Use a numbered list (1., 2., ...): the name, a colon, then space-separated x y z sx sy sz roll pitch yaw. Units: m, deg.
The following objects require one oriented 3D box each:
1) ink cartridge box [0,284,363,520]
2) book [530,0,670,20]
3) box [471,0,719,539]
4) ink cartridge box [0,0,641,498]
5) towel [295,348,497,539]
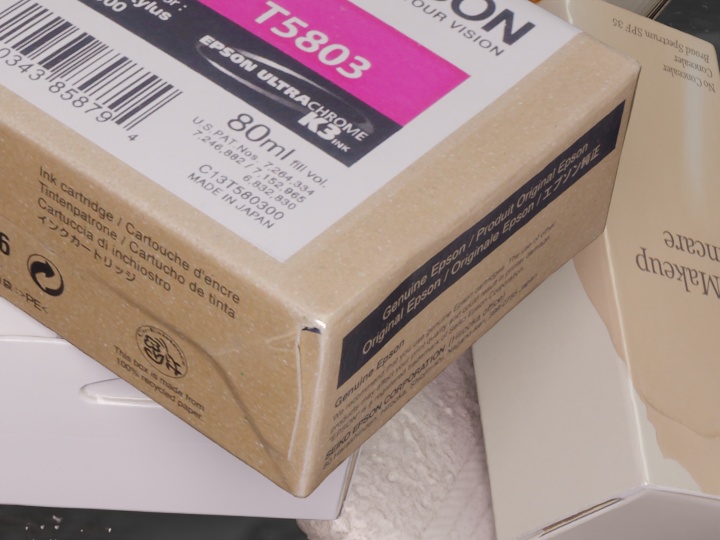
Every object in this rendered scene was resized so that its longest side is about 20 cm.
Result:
1. ink cartridge box: -0.075 -0.018 0.759 0.144 0.084 0.201 4 44 -10
2. book: 0.094 -0.161 1.015 0.048 0.200 0.134 12 44 -35
3. box: 0.095 0.006 0.838 0.094 0.078 0.201 13 59 -39
4. ink cartridge box: -0.041 -0.047 0.679 0.199 0.075 0.165 31 48 22
5. towel: 0.062 0.082 0.863 0.132 0.035 0.200 40 35 0
